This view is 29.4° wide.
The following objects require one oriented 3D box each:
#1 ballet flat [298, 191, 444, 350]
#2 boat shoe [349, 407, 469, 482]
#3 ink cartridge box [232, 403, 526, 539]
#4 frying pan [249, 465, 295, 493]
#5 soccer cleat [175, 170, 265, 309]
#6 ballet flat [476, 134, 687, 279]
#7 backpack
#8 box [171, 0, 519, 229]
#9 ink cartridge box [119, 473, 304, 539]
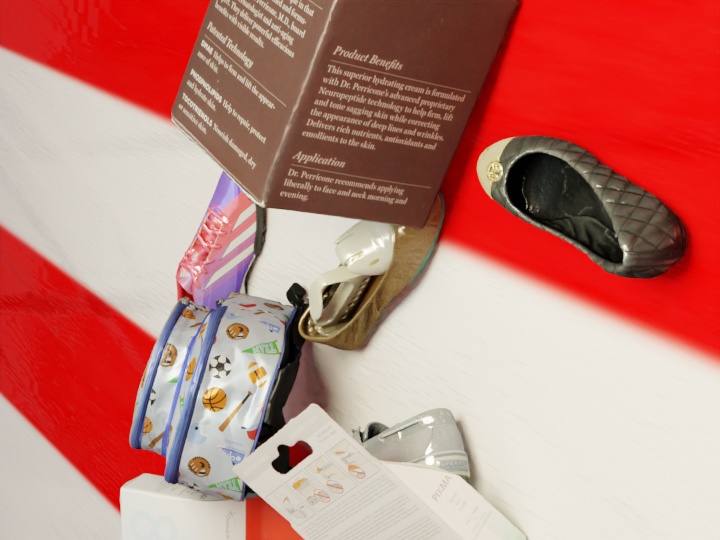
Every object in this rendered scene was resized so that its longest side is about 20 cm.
[{"bbox_3d":[0.000,0.000,1.159,0.200,0.072,0.068,-54,50,43],"label":"ballet flat"},{"bbox_3d":[0.021,0.164,1.165,0.200,0.070,0.072,-30,59,49],"label":"boat shoe"},{"bbox_3d":[0.011,0.188,1.100,0.200,0.050,0.161,44,140,-3],"label":"ink cartridge box"},{"bbox_3d":[-0.077,0.249,1.339,0.190,0.031,0.116,-16,78,58],"label":"frying pan"},{"bbox_3d":[-0.147,-0.014,1.370,0.068,0.073,0.201,42,127,45],"label":"soccer cleat"},{"bbox_3d":[0.144,-0.050,0.956,0.200,0.056,0.067,32,119,49],"label":"ballet flat"},{"bbox_3d":[-0.121,0.111,1.223,0.191,0.153,0.202,-132,52,-80],"label":"backpack"},{"bbox_3d":[-0.016,-0.161,1.058,0.164,0.165,0.201,43,118,45],"label":"box"},{"bbox_3d":[-0.128,0.285,1.277,0.198,0.047,0.161,7,104,21],"label":"ink cartridge box"}]
